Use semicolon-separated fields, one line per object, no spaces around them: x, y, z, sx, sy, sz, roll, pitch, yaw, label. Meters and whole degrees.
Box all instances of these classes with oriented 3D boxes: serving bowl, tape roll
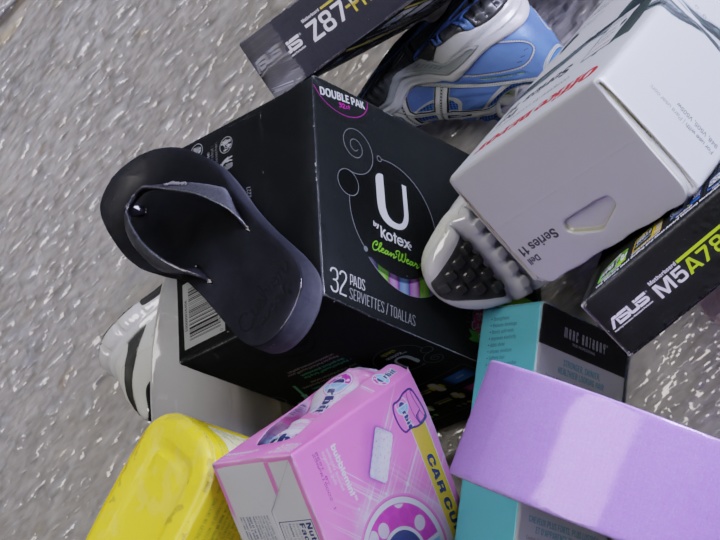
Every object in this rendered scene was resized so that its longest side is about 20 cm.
-0.070;0.067;1.474;0.066;0.200;0.200;2;72;14;serving bowl
0.150;0.111;1.202;0.200;0.200;0.066;16;85;48;tape roll

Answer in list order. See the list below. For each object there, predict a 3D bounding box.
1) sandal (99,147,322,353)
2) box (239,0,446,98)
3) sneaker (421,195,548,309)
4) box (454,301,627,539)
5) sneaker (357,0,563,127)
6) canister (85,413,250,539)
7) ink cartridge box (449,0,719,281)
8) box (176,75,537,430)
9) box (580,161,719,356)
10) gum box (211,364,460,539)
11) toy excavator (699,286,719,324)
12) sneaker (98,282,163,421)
-0.091;-0.021;1.323;0.200;0.043;0.076;32;97;48;sandal
0.035;-0.188;1.467;0.161;0.200;0.049;-35;90;33;box
0.100;-0.049;1.383;0.200;0.075;0.081;-45;24;-27;sneaker
0.101;0.125;1.333;0.049;0.082;0.200;-8;67;44;box
0.057;-0.120;1.491;0.076;0.077;0.200;-58;16;-26;sneaker
-0.060;0.175;1.388;0.087;0.200;0.149;34;98;47;canister
0.159;-0.101;1.277;0.147;0.083;0.200;-34;12;51;ink cartridge box
0.000;0.000;1.403;0.124;0.200;0.149;-25;57;37;box
0.215;-0.061;1.245;0.200;0.048;0.193;-42;8;26;box
0.004;0.162;1.317;0.066;0.113;0.200;-11;105;42;gum box
0.276;0.003;1.211;0.200;0.100;0.195;-53;42;27;toy excavator
-0.101;0.026;1.599;0.200;0.074;0.080;-52;47;27;sneaker
